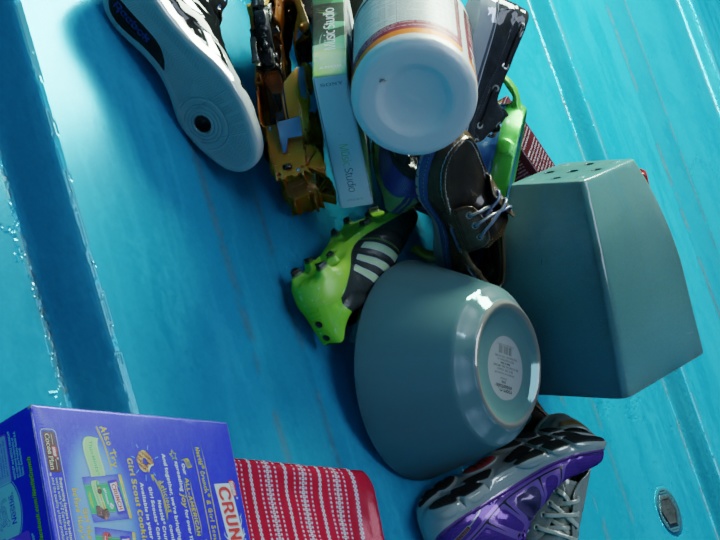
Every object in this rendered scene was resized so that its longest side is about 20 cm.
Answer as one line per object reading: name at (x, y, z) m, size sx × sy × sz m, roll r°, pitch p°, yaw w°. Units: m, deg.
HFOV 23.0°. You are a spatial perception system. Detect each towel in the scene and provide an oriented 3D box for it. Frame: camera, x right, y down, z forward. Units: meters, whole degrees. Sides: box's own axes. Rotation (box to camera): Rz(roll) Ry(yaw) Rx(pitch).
towel at (-0.042, 0.226, 1.445) m, size 0.199 × 0.022 × 0.146 m, roll 14°, pitch 57°, yaw -51°

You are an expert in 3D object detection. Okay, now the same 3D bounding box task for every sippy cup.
sippy cup at (0.088, -0.107, 1.741) m, size 0.140 × 0.129 × 0.180 m, roll 88°, pitch 15°, yaw -67°

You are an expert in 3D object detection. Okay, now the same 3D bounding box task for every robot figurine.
robot figurine at (-0.064, -0.161, 1.606) m, size 0.145 × 0.057 × 0.202 m, roll 69°, pitch 13°, yaw -72°

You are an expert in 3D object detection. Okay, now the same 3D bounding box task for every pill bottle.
pill bottle at (0.046, -0.193, 1.559) m, size 0.110 × 0.109 × 0.201 m, roll 48°, pitch 20°, yaw -23°

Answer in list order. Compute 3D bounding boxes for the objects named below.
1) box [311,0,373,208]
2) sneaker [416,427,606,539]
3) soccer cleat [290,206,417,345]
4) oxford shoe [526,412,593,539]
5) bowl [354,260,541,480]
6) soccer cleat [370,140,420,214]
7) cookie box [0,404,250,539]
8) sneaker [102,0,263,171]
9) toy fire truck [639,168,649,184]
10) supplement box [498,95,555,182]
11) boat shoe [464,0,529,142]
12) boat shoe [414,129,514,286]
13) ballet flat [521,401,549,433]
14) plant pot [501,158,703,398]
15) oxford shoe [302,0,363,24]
box at (-0.018, -0.174, 1.632) m, size 0.201 × 0.036 × 0.145 m, roll -95°, pitch 174°, yaw -52°
sneaker at (0.142, 0.208, 1.629) m, size 0.199 × 0.080 × 0.084 m, roll -26°, pitch 105°, yaw -19°
soccer cleat at (0.000, 0.000, 1.631) m, size 0.200 × 0.067 × 0.082 m, roll -43°, pitch 115°, yaw -51°
oxford shoe at (0.182, 0.232, 1.683) m, size 0.074 × 0.058 × 0.202 m, roll 18°, pitch 75°, yaw -21°
bowl at (0.092, 0.087, 1.608) m, size 0.200 × 0.104 × 0.203 m, roll 11°, pitch 76°, yaw -52°
soccer cleat at (0.028, -0.141, 1.670) m, size 0.064 × 0.084 × 0.202 m, roll 9°, pitch 47°, yaw -21°
cookie box at (-0.165, 0.192, 1.237) m, size 0.199 × 0.075 × 0.173 m, roll 13°, pitch 58°, yaw -51°
sneaker at (-0.131, -0.193, 1.553) m, size 0.201 × 0.073 × 0.112 m, roll 55°, pitch 35°, yaw -12°
toy fire truck at (0.212, -0.014, 1.803) m, size 0.049 × 0.198 × 0.143 m, roll -143°, pitch -143°, yaw -72°
supplement box at (0.161, -0.070, 1.860) m, size 0.201 × 0.108 × 0.061 m, roll 54°, pitch 28°, yaw -17°
boat shoe at (0.109, -0.157, 1.648) m, size 0.066 × 0.202 × 0.070 m, roll 12°, pitch 9°, yaw -17°
boat shoe at (0.104, -0.057, 1.611) m, size 0.072 × 0.072 × 0.201 m, roll -46°, pitch 149°, yaw -18°
ballet flat at (0.164, 0.157, 1.765) m, size 0.201 × 0.067 × 0.072 m, roll 55°, pitch 16°, yaw -7°
plant pot at (0.220, 0.002, 1.689) m, size 0.141 × 0.140 × 0.202 m, roll -21°, pitch 105°, yaw -45°
oxford shoe at (-0.048, -0.275, 1.754) m, size 0.200 × 0.071 × 0.071 m, roll 44°, pitch 79°, yaw -11°
